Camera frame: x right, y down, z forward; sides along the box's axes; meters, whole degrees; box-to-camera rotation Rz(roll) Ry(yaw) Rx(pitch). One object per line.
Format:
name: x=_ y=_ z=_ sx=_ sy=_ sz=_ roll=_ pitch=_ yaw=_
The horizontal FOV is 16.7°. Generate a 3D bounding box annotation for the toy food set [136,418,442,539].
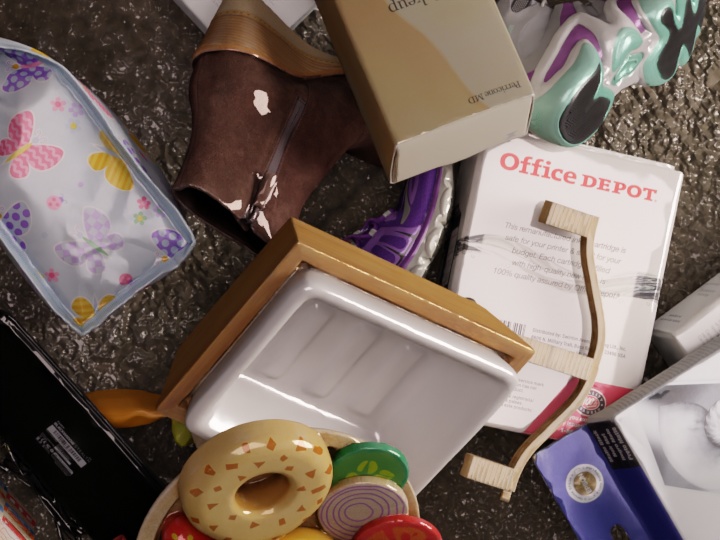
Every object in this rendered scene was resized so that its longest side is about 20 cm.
toy food set: x=-0.048 y=0.182 z=1.585 sx=0.197 sy=0.049 sz=0.201 roll=19 pitch=115 yaw=-27

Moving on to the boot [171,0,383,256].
boot: x=-0.043 y=-0.072 z=1.633 sx=0.200 sy=0.072 sz=0.167 roll=34 pitch=52 yaw=-36

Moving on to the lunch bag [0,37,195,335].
lunch bag: x=-0.208 y=-0.066 z=1.618 sx=0.127 sy=0.170 sz=0.201 roll=-35 pitch=97 yaw=-3

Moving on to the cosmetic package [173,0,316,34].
cosmetic package: x=-0.094 y=-0.260 z=1.693 sx=0.151 sy=0.052 sz=0.200 roll=-43 pitch=95 yaw=-4

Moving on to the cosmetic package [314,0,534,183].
cosmetic package: x=0.031 y=-0.171 z=1.618 sx=0.105 sy=0.071 sz=0.201 roll=-21 pitch=72 yaw=-8

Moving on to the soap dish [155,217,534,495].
soap dish: x=-0.011 y=0.060 z=1.590 sx=0.199 sy=0.082 sz=0.158 roll=25 pitch=120 yaw=-31

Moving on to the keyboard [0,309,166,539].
keyboard: x=-0.200 y=0.117 z=1.669 sx=0.104 sy=0.040 sz=0.200 roll=-35 pitch=98 yaw=33

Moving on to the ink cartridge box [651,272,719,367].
ink cartridge box: x=0.326 y=0.042 z=1.727 sx=0.199 sy=0.083 sz=0.146 roll=-36 pitch=95 yaw=-6

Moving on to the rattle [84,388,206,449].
rattle: x=-0.098 y=0.165 z=1.682 sx=0.142 sy=0.130 sz=0.201 roll=-22 pitch=119 yaw=4

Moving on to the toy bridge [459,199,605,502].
toy bridge: x=0.126 y=0.058 z=1.645 sx=0.067 sy=0.027 sz=0.202 roll=17 pitch=89 yaw=-8

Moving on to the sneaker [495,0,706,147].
sneaker: x=0.142 y=-0.170 z=1.711 sx=0.200 sy=0.139 sz=0.078 roll=-34 pitch=139 yaw=-40

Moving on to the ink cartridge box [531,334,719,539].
ink cartridge box: x=0.248 y=0.157 z=1.658 sx=0.199 sy=0.041 sz=0.200 roll=-32 pitch=96 yaw=-4

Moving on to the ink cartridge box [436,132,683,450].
ink cartridge box: x=0.128 y=0.013 z=1.702 sx=0.144 sy=0.084 sz=0.202 roll=12 pitch=89 yaw=-7

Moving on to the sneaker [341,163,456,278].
sneaker: x=0.000 y=0.000 z=1.688 sx=0.083 sy=0.081 sz=0.201 roll=32 pitch=89 yaw=0

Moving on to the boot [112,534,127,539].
boot: x=-0.110 y=0.243 z=1.660 sx=0.198 sy=0.072 sz=0.145 roll=-8 pitch=107 yaw=-5

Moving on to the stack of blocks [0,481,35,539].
stack of blocks: x=-0.271 y=0.149 z=1.591 sx=0.059 sy=0.200 sz=0.115 roll=-43 pitch=96 yaw=-5
